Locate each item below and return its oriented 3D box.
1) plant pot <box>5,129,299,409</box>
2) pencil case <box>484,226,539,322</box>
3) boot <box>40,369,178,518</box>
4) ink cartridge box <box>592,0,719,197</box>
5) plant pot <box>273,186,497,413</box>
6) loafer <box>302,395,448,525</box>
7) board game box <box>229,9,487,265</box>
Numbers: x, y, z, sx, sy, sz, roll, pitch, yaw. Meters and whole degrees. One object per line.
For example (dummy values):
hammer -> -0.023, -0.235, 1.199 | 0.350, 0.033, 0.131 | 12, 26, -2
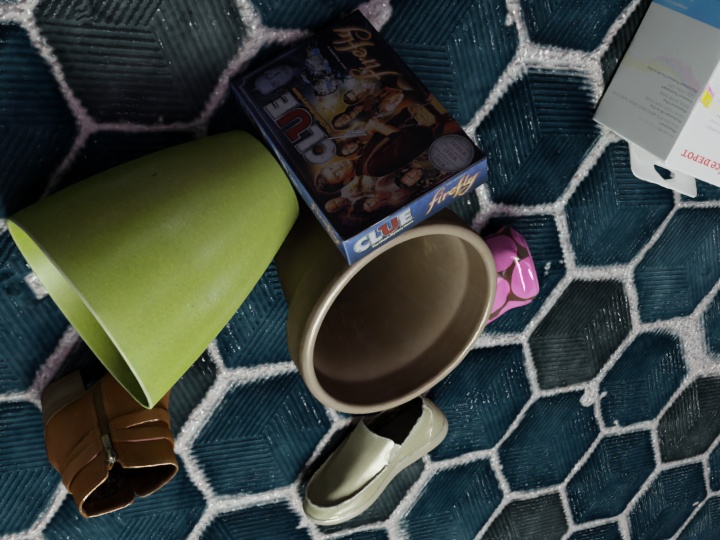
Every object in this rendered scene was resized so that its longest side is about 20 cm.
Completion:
plant pot -> -0.155, -0.024, 0.819 | 0.199, 0.186, 0.189 | -40, 133, -20
pencil case -> 0.103, 0.040, 1.058 | 0.198, 0.091, 0.094 | -33, 96, -6
boot -> -0.191, 0.118, 0.883 | 0.198, 0.155, 0.077 | -28, 130, -12
ink cartridge box -> 0.352, -0.188, 1.034 | 0.127, 0.125, 0.202 | 13, 112, -35
plant pot -> 0.000, 0.000, 0.906 | 0.198, 0.175, 0.203 | -18, 131, -22
loafer -> 0.010, 0.206, 1.120 | 0.199, 0.075, 0.069 | -37, 131, -17
board game box -> -0.005, -0.116, 0.816 | 0.134, 0.201, 0.035 | -31, 150, -9
